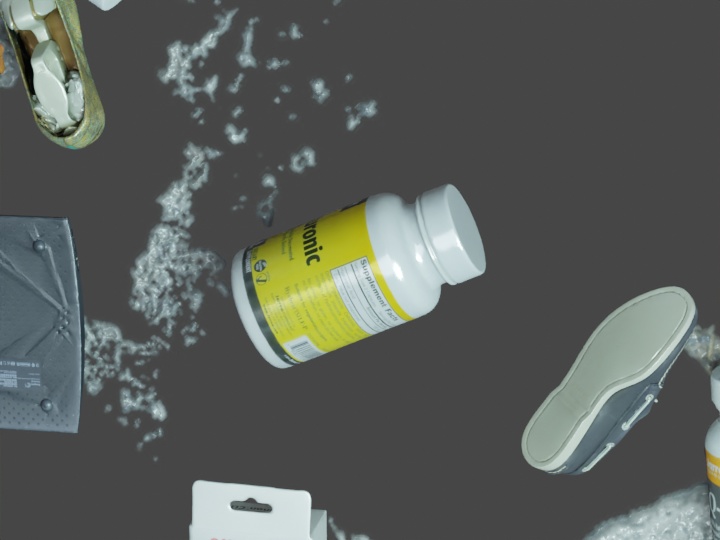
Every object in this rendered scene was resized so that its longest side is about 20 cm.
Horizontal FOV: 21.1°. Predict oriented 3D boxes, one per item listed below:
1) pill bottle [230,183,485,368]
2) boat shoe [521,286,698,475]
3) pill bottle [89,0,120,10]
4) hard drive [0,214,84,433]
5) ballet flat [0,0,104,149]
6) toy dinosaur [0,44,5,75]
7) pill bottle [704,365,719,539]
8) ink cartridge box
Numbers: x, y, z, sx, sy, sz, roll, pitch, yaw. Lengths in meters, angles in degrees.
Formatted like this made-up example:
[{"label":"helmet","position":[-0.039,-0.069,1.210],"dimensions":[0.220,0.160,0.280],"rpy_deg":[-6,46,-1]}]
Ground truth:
[{"label":"pill bottle","position":[0.000,0.000,1.642],"dimensions":[0.200,0.111,0.112],"rpy_deg":[-21,99,16]},{"label":"boat shoe","position":[0.222,0.097,1.657],"dimensions":[0.063,0.073,0.200],"rpy_deg":[29,108,-42]},{"label":"pill bottle","position":[-0.270,-0.310,1.621],"dimensions":[0.200,0.112,0.112],"rpy_deg":[36,108,2]},{"label":"hard drive","position":[-0.312,0.045,1.756],"dimensions":[0.134,0.042,0.201],"rpy_deg":[2,104,11]},{"label":"ballet flat","position":[-0.275,-0.200,1.675],"dimensions":[0.071,0.071,0.201],"rpy_deg":[-16,100,15]},{"label":"toy dinosaur","position":[-0.382,-0.143,1.668],"dimensions":[0.105,0.200,0.181],"rpy_deg":[44,147,-4]},{"label":"pill bottle","position":[0.346,0.178,1.609],"dimensions":[0.116,0.116,0.201],"rpy_deg":[-5,103,13]},{"label":"ink cartridge box","position":[-0.092,0.278,1.754],"dimensions":[0.116,0.068,0.201],"rpy_deg":[5,106,11]}]
